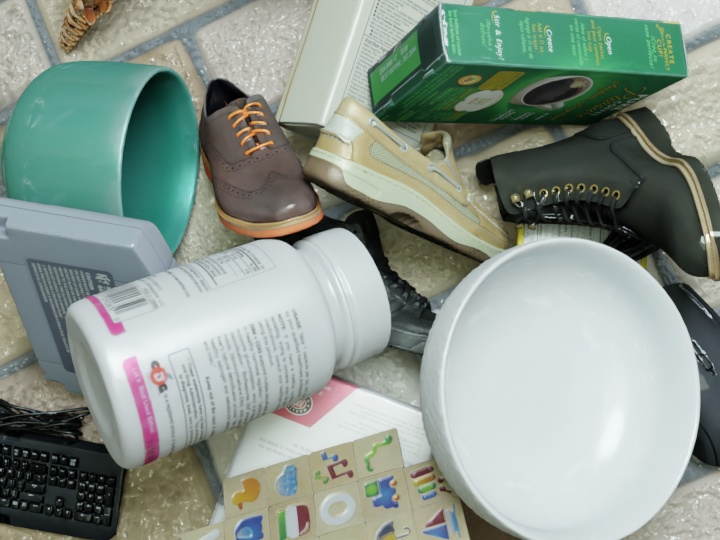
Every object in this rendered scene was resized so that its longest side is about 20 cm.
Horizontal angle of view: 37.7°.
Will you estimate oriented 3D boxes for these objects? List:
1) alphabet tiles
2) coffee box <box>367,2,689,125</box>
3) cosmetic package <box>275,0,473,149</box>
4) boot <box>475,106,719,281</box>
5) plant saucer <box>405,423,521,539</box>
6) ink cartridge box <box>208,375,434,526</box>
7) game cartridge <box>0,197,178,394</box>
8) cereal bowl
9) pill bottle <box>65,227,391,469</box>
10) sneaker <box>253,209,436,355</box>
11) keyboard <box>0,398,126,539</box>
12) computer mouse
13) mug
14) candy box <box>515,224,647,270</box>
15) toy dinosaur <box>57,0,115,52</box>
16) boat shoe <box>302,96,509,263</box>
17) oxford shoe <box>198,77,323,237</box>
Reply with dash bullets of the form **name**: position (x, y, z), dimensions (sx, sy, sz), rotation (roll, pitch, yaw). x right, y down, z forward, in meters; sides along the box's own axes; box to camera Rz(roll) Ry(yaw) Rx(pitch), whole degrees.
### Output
- **alphabet tiles**: position (-0.026, 0.191, 0.695), dimensions (0.198, 0.006, 0.167), rotation (-18, 46, 6)
- **coffee box**: position (0.117, -0.142, 0.753), dimensions (0.198, 0.123, 0.044), rotation (-2, 80, -23)
- **cosmetic package**: position (0.020, -0.189, 0.813), dimensions (0.073, 0.103, 0.202), rotation (12, 82, 54)
- **boot**: position (0.167, -0.040, 0.750), dimensions (0.137, 0.200, 0.078), rotation (-14, 117, 1)
- **plant saucer**: position (0.102, 0.208, 0.767), dimensions (0.198, 0.037, 0.203), rotation (-1, 92, -26)
- **ink cartridge box**: position (-0.030, 0.184, 0.800), dimensions (0.144, 0.085, 0.202), rotation (19, 85, 9)
- **game cartridge**: position (-0.192, 0.031, 0.794), dimensions (0.132, 0.201, 0.042), rotation (7, 49, 5)
- **cereal bowl**: position (0.124, 0.081, 0.710), dimensions (0.198, 0.083, 0.203), rotation (3, 83, -22)
- **pill bottle**: position (-0.086, 0.045, 0.714), dimensions (0.198, 0.113, 0.114), rotation (-20, 81, -24)
- **sneaker**: position (0.001, 0.000, 0.826), dimensions (0.198, 0.060, 0.105), rotation (11, 91, 12)
- **keyboard**: position (-0.290, 0.156, 0.861), dimensions (0.198, 0.040, 0.105), rotation (7, 86, 7)
- **computer mouse**: position (0.213, 0.068, 0.774), dimensions (0.139, 0.046, 0.201), rotation (-28, 90, -9)
- **mug**: position (-0.207, -0.068, 0.814), dimensions (0.113, 0.152, 0.187), rotation (7, 84, 12)
- **candy box**: position (0.166, 0.051, 0.815), dimensions (0.101, 0.026, 0.202), rotation (4, 85, 4)
- **toy dinosaur**: position (-0.214, -0.268, 0.839), dimensions (0.200, 0.102, 0.136), rotation (-45, 53, 20)
- **boat shoe**: position (0.050, -0.064, 0.768), dimensions (0.071, 0.199, 0.077), rotation (22, 88, 45)
- **oxford shoe**: position (-0.084, -0.085, 0.779), dimensions (0.071, 0.200, 0.073), rotation (-19, 122, -17)
